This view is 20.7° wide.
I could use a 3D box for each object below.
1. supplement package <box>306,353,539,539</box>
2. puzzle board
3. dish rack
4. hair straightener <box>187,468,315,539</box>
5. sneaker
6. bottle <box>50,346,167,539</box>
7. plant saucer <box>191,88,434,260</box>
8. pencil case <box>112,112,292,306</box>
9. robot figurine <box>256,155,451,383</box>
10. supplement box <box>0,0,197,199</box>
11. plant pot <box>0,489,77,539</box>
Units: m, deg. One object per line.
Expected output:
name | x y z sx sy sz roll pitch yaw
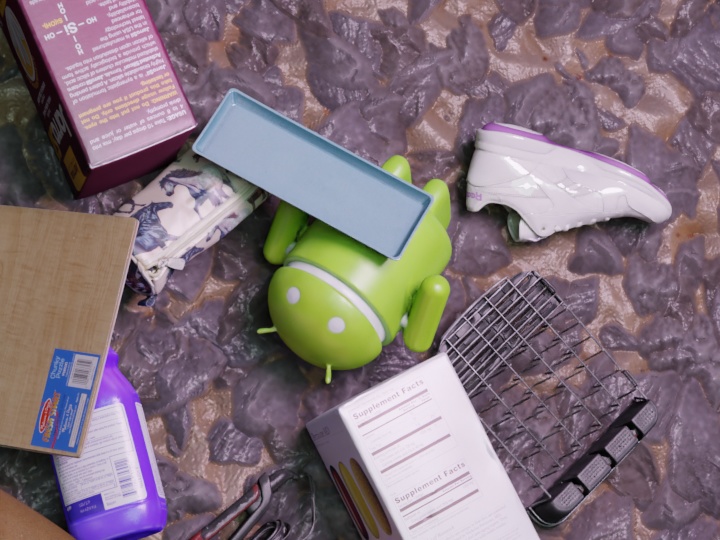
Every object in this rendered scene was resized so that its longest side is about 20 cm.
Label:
supplement package | 0.056 0.189 1.673 0.109 0.114 0.201 -26 86 -20
puzzle board | -0.267 0.048 1.623 0.149 0.017 0.202 6 76 25
dish rack | 0.161 0.108 1.760 0.153 0.055 0.200 -42 91 -20
hair straightener | -0.108 0.243 1.668 0.200 0.041 0.077 -40 92 -23
sneaker | 0.186 -0.066 1.801 0.198 0.075 0.101 16 94 -12
bottle | -0.220 0.127 1.632 0.083 0.065 0.202 -18 77 6
plant saucer | -0.040 -0.078 1.653 0.199 0.019 0.070 28 67 8
pencil case | -0.134 -0.059 1.687 0.200 0.078 0.089 -41 48 -20
robot figurine | 0.000 0.000 1.699 0.175 0.116 0.200 33 70 16
supplement box | -0.228 -0.179 1.661 0.103 0.131 0.201 -23 86 -17
plant pot | -0.277 0.268 1.550 0.199 0.186 0.188 25 73 -25
